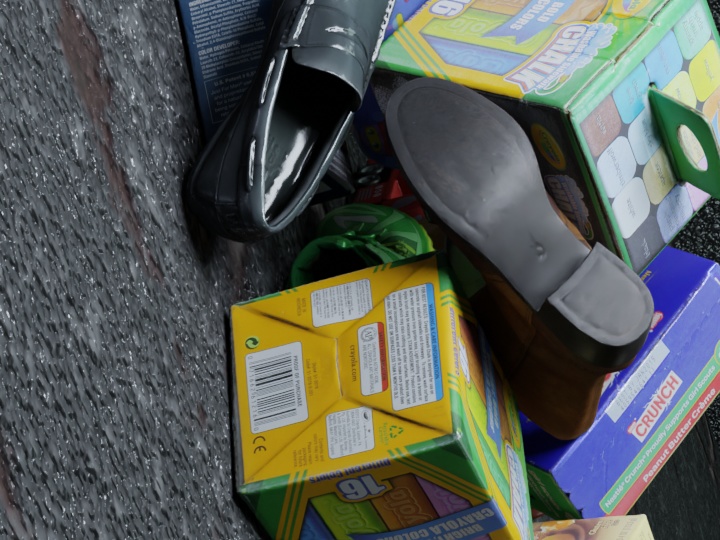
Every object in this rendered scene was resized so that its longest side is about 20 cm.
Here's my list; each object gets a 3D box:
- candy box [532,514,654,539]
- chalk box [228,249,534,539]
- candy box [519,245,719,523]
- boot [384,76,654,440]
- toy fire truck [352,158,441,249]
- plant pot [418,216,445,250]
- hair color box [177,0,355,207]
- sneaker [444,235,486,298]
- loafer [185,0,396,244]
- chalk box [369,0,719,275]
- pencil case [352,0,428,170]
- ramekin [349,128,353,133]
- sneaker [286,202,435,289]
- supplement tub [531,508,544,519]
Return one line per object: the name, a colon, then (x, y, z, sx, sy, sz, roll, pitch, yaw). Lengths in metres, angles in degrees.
candy box: (0.085, 0.213, 1.289, 0.200, 0.115, 0.055, -48, 122, -52)
chalk box: (0.021, 0.105, 1.249, 0.200, 0.124, 0.125, 60, 20, -50)
candy box: (0.124, 0.056, 1.444, 0.077, 0.169, 0.200, 50, -16, -33)
boot: (0.077, -0.004, 1.263, 0.188, 0.069, 0.200, 40, -15, 7)
toy fire truck: (0.068, -0.059, 1.605, 0.200, 0.141, 0.049, -73, 146, -68)
plant pot: (0.081, 0.016, 1.438, 0.028, 0.200, 0.200, 50, 25, -34)
hair color box: (-0.061, -0.141, 1.320, 0.100, 0.060, 0.201, 33, 43, -73)
sneaker: (0.064, -0.075, 1.428, 0.121, 0.083, 0.200, 49, 29, -35)
loafer: (-0.021, -0.103, 1.209, 0.068, 0.070, 0.201, 36, 75, -36)
chalk box: (0.125, -0.086, 1.254, 0.124, 0.200, 0.125, -45, 131, -27)
pencil case: (0.010, -0.154, 1.319, 0.087, 0.078, 0.200, -55, 137, -37)
ramekin: (0.001, -0.187, 1.569, 0.202, 0.094, 0.203, -14, 90, -78)
sneaker: (0.000, 0.000, 1.374, 0.084, 0.074, 0.200, 40, 12, -22)
supplement tub: (0.087, 0.077, 1.616, 0.107, 0.107, 0.200, -90, 161, -50)
